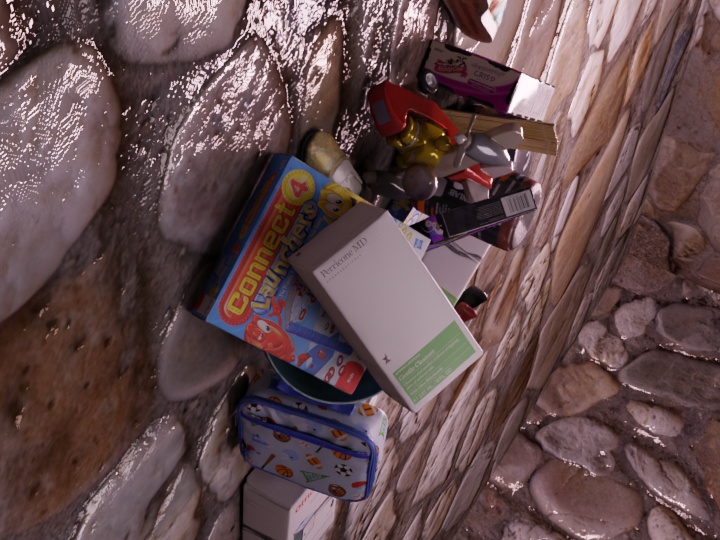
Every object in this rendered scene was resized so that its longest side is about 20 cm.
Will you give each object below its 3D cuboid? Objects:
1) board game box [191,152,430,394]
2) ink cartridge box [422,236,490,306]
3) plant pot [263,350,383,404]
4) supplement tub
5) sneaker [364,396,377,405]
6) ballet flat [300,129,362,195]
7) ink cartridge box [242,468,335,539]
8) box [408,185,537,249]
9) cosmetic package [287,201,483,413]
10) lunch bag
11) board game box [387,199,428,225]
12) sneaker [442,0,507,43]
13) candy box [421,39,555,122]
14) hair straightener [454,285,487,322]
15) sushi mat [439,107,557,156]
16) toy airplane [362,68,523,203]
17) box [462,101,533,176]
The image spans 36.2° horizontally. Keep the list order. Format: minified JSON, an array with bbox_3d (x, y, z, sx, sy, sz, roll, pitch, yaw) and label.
[{"bbox_3d":[-0.052,0.005,1.210,0.201,0.195,0.056,-63,-154,-4],"label":"board game box"},{"bbox_3d":[0.125,-0.004,1.728,0.200,0.084,0.146,-56,-177,-21],"label":"ink cartridge box"},{"bbox_3d":[-0.038,0.050,1.330,0.201,0.200,0.135,-62,-162,-5],"label":"plant pot"},{"bbox_3d":[0.142,-0.111,1.529,0.107,0.199,0.107,-53,158,-32],"label":"supplement tub"},{"bbox_3d":[-0.035,0.213,1.572,0.085,0.074,0.200,90,21,-55],"label":"sneaker"},{"bbox_3d":[-0.027,-0.090,1.323,0.071,0.070,0.200,-53,158,-28],"label":"ballet flat"},{"bbox_3d":[-0.104,0.347,1.643,0.146,0.086,0.201,-47,156,-40],"label":"ink cartridge box"},{"bbox_3d":[0.100,-0.049,1.349,0.143,0.036,0.200,-18,179,-32],"label":"box"},{"bbox_3d":[0.027,0.038,1.174,0.108,0.085,0.200,-40,113,-10],"label":"cosmetic package"},{"bbox_3d":[-0.067,0.208,1.408,0.161,0.199,0.076,96,14,-47],"label":"lunch bag"},{"bbox_3d":[0.072,-0.069,1.650,0.200,0.034,0.136,-57,160,-19],"label":"board game box"},{"bbox_3d":[0.154,-0.373,1.442,0.200,0.071,0.080,44,69,-75],"label":"sneaker"},{"bbox_3d":[0.181,-0.262,1.537,0.200,0.136,0.061,-8,121,-68],"label":"candy box"},{"bbox_3d":[0.154,0.061,1.772,0.077,0.041,0.200,-55,-177,-24],"label":"hair straightener"},{"bbox_3d":[0.173,-0.193,1.514,0.096,0.199,0.012,64,39,-68],"label":"sushi mat"},{"bbox_3d":[0.096,-0.136,1.382,0.200,0.198,0.141,93,18,-54],"label":"toy airplane"},{"bbox_3d":[0.201,-0.185,1.667,0.200,0.106,0.123,-51,152,-59],"label":"box"}]
